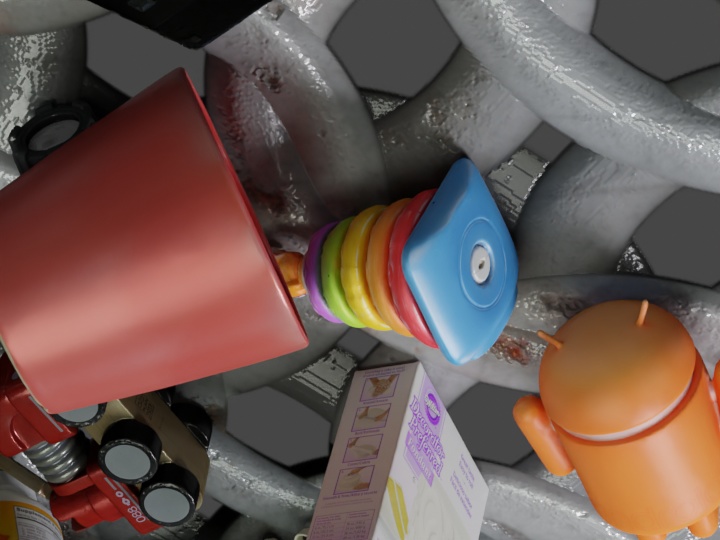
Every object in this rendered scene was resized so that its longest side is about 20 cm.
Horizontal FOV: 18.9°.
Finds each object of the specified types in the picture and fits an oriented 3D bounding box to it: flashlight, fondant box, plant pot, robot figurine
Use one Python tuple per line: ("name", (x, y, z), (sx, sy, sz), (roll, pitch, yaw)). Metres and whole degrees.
("flashlight", (-0.183, -0.024, 1.535), (0.068, 0.068, 0.201), (-8, 128, 19))
("fondant box", (0.028, 0.188, 1.575), (0.058, 0.201, 0.145), (-12, 128, 23))
("plant pot", (-0.152, -0.007, 1.412), (0.176, 0.201, 0.201), (-25, 126, 0))
("robot figurine", (0.196, 0.102, 1.507), (0.144, 0.117, 0.201), (22, 148, 49))

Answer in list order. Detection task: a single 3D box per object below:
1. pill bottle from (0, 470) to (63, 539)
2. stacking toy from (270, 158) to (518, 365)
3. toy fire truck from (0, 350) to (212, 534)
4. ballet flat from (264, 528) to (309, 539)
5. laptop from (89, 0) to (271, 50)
("pill bottle", (-0.285, 0.255, 1.722), (0.108, 0.200, 0.110), (-8, 129, -10))
("stacking toy", (0.000, 0.000, 1.492), (0.199, 0.116, 0.110), (-3, 129, 34))
("toy fire truck", (-0.235, 0.130, 1.673), (0.199, 0.129, 0.176), (-26, 121, 22))
("ballet flat", (-0.050, 0.244, 1.758), (0.199, 0.070, 0.066), (-17, 99, 26))
("laptop", (-0.120, -0.249, 1.347), (0.177, 0.104, 0.199), (-29, 145, 36))
